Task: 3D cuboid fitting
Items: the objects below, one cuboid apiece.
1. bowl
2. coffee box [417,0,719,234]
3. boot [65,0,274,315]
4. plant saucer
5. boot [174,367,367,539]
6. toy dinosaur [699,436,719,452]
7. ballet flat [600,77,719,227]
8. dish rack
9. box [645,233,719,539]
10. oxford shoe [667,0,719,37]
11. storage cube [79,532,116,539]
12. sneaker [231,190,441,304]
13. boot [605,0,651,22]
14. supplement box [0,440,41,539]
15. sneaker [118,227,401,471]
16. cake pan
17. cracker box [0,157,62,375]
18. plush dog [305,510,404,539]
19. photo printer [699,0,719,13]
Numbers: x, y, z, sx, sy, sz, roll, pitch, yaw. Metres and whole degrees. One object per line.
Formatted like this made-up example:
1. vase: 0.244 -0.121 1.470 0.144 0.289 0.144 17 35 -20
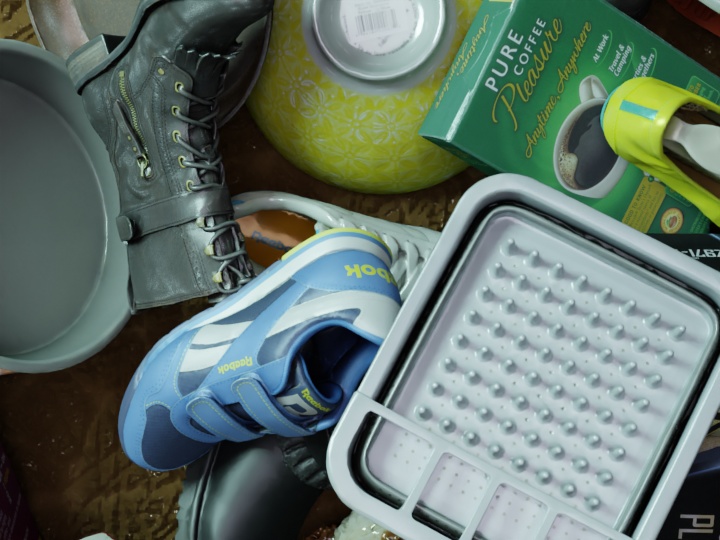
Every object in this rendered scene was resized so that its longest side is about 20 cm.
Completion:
1. bowl: 0.012 -0.151 0.891 0.200 0.108 0.201 0 89 3
2. coffee box: 0.144 -0.091 0.874 0.200 0.044 0.123 25 90 -27
3. boot: -0.092 -0.068 0.834 0.069 0.200 0.174 -14 85 -41
4. plant saucer: -0.129 -0.179 0.891 0.200 0.032 0.201 13 114 30
5. boot: -0.023 0.122 0.860 0.158 0.079 0.212 3 80 34
6. toy dinosaur: 0.108 0.134 0.803 0.200 0.058 0.101 -39 76 -15
7. ballet flat: 0.231 -0.057 0.859 0.200 0.067 0.067 23 90 -28
8. dish rack: 0.095 0.066 0.760 0.171 0.044 0.200 27 82 8
9. box: 0.194 0.084 0.862 0.163 0.086 0.200 1 110 2
10. oxford shoe: 0.248 -0.188 0.913 0.072 0.071 0.200 -31 80 -32
11. storage cube: -0.155 0.279 0.804 0.171 0.200 0.180 21 110 31
12. sneaker: 0.000 0.000 0.903 0.200 0.081 0.077 12 88 1
13. boot: 0.135 -0.251 0.866 0.068 0.131 0.200 -20 77 4
14. supplement box: -0.288 0.137 0.868 0.131 0.103 0.200 -13 115 2
15. sneaker: -0.058 0.061 0.813 0.200 0.074 0.082 -39 48 17
16. cake pan: -0.210 -0.037 0.859 0.037 0.200 0.201 -11 89 40
17. cracker box: -0.294 0.010 0.926 0.200 0.058 0.134 -9 89 1
18. plush dog: 0.043 0.216 0.880 0.200 0.160 0.172 -25 74 26
19. photo printer: 0.260 -0.220 0.850 0.166 0.069 0.200 21 60 -11
